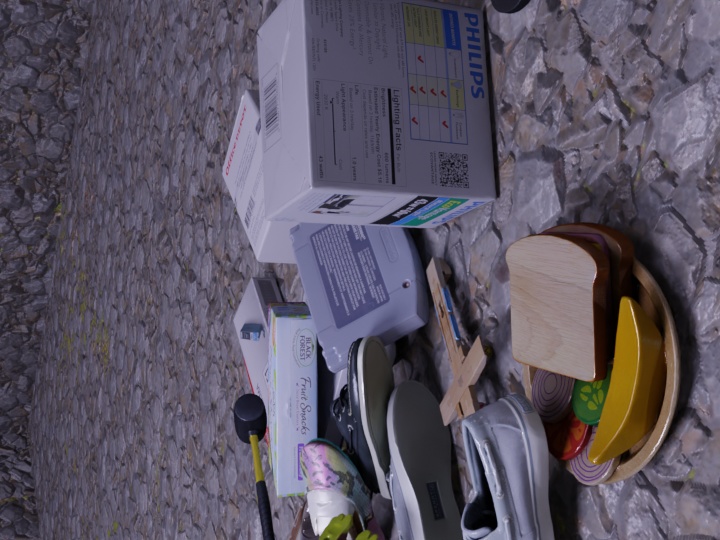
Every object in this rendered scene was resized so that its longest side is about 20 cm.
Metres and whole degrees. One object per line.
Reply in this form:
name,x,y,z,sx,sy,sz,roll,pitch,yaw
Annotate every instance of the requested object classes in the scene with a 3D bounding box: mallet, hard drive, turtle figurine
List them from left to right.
mallet,-0.118,0.237,1.132,0.067,0.040,0.202,92,167,-46
hard drive,-0.046,0.113,1.197,0.201,0.025,0.134,-116,35,-56
turtle figurine,0.020,0.317,0.964,0.162,0.064,0.200,56,173,-24

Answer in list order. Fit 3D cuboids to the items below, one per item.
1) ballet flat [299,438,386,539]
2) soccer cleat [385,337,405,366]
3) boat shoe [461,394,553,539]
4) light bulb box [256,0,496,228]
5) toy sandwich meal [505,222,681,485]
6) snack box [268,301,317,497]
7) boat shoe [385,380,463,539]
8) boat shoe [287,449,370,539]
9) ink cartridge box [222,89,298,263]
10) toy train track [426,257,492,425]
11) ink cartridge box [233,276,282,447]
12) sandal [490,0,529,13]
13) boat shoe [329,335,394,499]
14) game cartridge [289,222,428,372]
ballet flat,-0.021,0.265,1.034,0.202,0.068,0.072,70,-148,-41
soccer cleat,-0.018,0.036,1.116,0.201,0.085,0.071,61,141,46
boat shoe,0.115,0.201,0.802,0.070,0.070,0.205,-136,36,-66
light bulb box,0.013,-0.153,0.947,0.124,0.197,0.202,-22,69,62
toy sandwich meal,0.169,0.065,0.762,0.204,0.069,0.210,-9,80,63
snack box,-0.081,0.145,1.142,0.142,0.052,0.204,-157,67,-79
boat shoe,0.054,0.217,0.979,0.071,0.069,0.204,-37,58,52
boat shoe,-0.046,0.295,1.166,0.203,0.075,0.072,-65,19,17
ink cartridge box,-0.113,-0.129,1.318,0.201,0.083,0.147,62,140,44
toy train track,0.101,0.072,0.945,0.116,0.032,0.202,112,153,-47
ink cartridge box,-0.142,0.143,1.400,0.178,0.044,0.202,-64,35,37
sandal,0.130,-0.342,0.897,0.075,0.044,0.204,-11,79,62
boat shoe,0.001,0.152,1.015,0.065,0.075,0.202,6,130,26
game cartridge,0.000,0.000,1.058,0.132,0.041,0.202,-31,50,15
